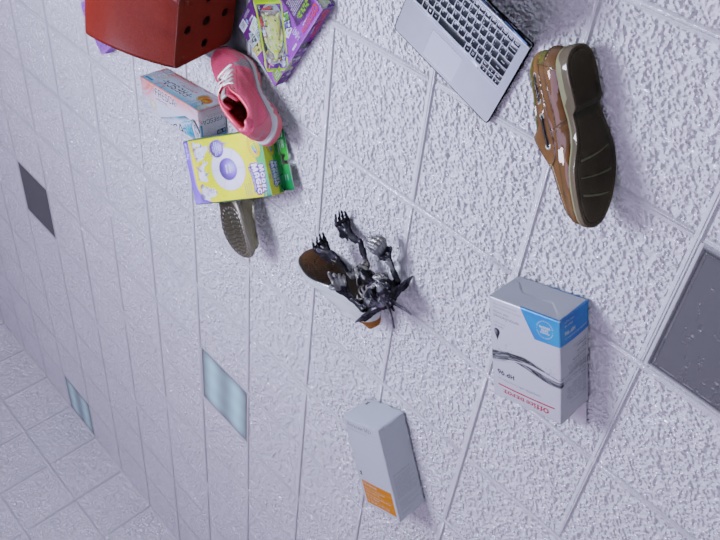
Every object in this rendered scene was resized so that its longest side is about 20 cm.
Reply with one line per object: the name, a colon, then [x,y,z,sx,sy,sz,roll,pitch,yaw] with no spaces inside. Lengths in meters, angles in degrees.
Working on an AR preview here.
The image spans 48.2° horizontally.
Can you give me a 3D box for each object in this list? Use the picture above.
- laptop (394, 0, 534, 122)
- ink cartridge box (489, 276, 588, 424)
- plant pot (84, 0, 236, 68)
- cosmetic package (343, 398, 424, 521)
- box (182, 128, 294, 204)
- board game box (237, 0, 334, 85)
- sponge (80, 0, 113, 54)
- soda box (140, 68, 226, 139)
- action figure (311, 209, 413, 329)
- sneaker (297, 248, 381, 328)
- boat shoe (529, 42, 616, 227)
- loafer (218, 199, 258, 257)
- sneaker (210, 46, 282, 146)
laptop: [0.095,-0.289,0.939,0.188,0.115,0.201,50,144,17]
ink cartridge box: [0.241,0.123,1.083,0.115,0.067,0.203,21,130,44]
plant pot: [-0.308,-0.447,1.296,0.176,0.200,0.201,39,141,15]
cosmetic package: [0.044,0.351,1.497,0.101,0.071,0.203,11,122,49]
box: [-0.212,-0.183,1.412,0.197,0.048,0.119,-4,104,27]
board game box: [-0.118,-0.386,1.225,0.121,0.032,0.200,62,147,6]
sponge: [-0.505,-0.520,1.631,0.199,0.030,0.113,-6,109,54]
soda box: [-0.338,-0.315,1.529,0.199,0.063,0.069,34,137,35]
action figure: [0.000,0.000,1.268,0.200,0.119,0.102,48,177,32]
sneaker: [-0.039,0.037,1.381,0.200,0.072,0.085,39,153,40]
boat shoe: [0.236,-0.150,0.905,0.068,0.071,0.203,9,111,54]
loafer: [-0.225,-0.125,1.511,0.075,0.068,0.203,3,112,47]
sneaker: [-0.201,-0.295,1.316,0.074,0.086,0.202,-41,68,26]
